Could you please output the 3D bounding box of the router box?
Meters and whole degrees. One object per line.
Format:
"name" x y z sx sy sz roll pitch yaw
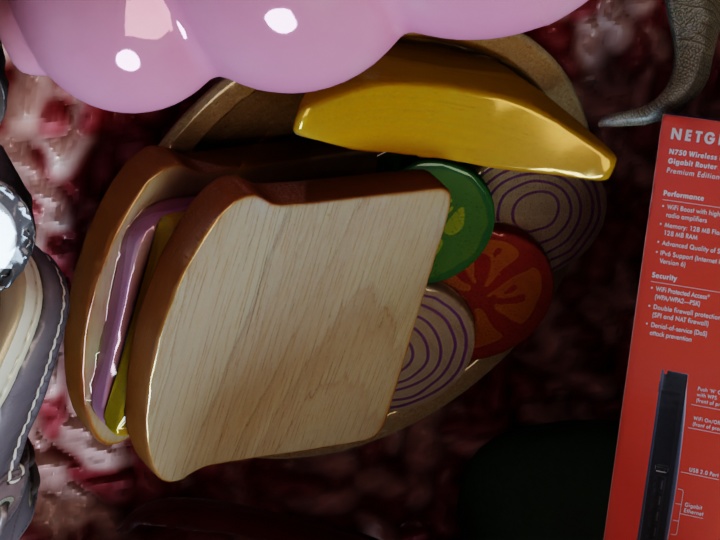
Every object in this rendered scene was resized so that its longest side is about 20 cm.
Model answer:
"router box" 0.161 0.042 1.002 0.200 0.049 0.180 2 96 -55

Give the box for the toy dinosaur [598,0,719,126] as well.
"toy dinosaur" 0.149 -0.127 0.957 0.200 0.077 0.102 -32 122 2

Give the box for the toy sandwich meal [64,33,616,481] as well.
"toy sandwich meal" 0.000 0.000 0.955 0.205 0.070 0.206 -16 130 -19

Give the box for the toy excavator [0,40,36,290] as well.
"toy excavator" -0.196 -0.014 0.829 0.199 0.100 0.195 -15 129 -2

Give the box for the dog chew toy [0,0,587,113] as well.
"dog chew toy" -0.015 -0.109 0.834 0.200 0.125 0.125 -24 134 6

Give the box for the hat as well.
"hat" 0.050 0.086 1.087 0.166 0.176 0.200 -61 159 -7

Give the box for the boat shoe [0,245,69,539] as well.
"boat shoe" -0.139 0.068 0.932 0.065 0.072 0.200 5 125 -39
